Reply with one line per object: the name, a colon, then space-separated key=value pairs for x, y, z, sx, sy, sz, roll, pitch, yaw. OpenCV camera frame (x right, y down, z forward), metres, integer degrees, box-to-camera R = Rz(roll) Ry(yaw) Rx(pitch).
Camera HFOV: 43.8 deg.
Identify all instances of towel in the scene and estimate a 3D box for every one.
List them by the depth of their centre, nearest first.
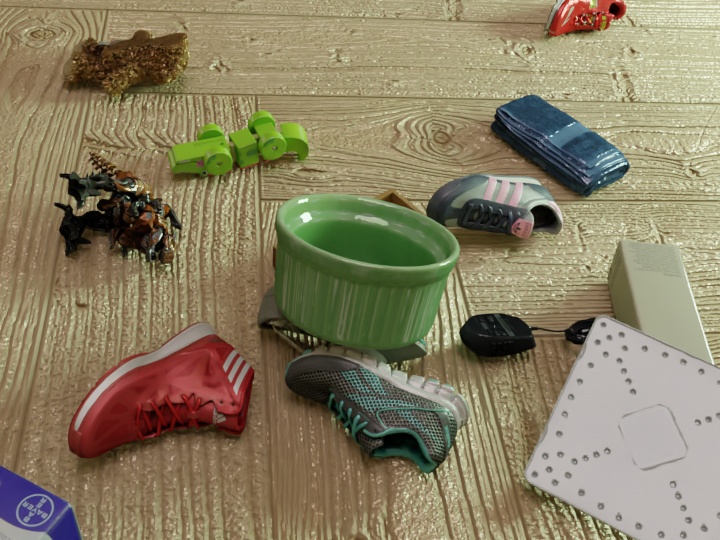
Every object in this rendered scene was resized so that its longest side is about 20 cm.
towel: x=0.293 y=-0.191 z=1.316 sx=0.111 sy=0.049 sz=0.200 roll=-26 pitch=52 yaw=-31

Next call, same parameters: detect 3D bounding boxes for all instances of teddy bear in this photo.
teddy bear: x=-0.354 y=-0.313 z=1.355 sx=0.196 sy=0.068 sz=0.146 roll=-12 pitch=37 yaw=-10

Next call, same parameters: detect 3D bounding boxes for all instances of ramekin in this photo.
ramekin: x=0.000 y=0.000 z=0.953 sx=0.196 sy=0.099 sz=0.201 roll=10 pitch=23 yaw=-4

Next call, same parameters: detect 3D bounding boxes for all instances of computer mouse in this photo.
computer mouse: x=0.206 y=0.078 z=1.041 sx=0.196 sy=0.035 sz=0.059 roll=1 pitch=26 yaw=-14

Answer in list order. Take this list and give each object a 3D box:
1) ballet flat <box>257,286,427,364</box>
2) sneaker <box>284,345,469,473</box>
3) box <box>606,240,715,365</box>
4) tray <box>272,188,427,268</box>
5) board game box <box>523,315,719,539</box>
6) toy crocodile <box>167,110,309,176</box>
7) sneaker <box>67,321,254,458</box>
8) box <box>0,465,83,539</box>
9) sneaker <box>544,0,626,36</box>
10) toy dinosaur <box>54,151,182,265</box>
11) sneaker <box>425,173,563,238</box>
ballet flat: x=-0.024 y=0.077 z=0.994 sx=0.197 sy=0.068 sz=0.065 roll=20 pitch=72 yaw=15
sneaker: x=0.009 y=0.143 z=0.911 sx=0.196 sy=0.078 sz=0.092 roll=15 pitch=47 yaw=11
box: x=0.347 y=0.058 z=1.048 sx=0.080 sy=0.069 sz=0.202 roll=7 pitch=44 yaw=0
tray: x=-0.002 y=-0.028 z=1.115 sx=0.198 sy=0.037 sz=0.098 roll=-27 pitch=53 yaw=-32
board game box: x=0.293 y=0.171 z=0.903 sx=0.197 sy=0.026 sz=0.202 roll=25 pitch=68 yaw=18
toy crocodile: x=-0.165 y=-0.166 z=1.226 sx=0.197 sy=0.062 sz=0.068 roll=-17 pitch=48 yaw=-17
sneaker: x=-0.183 y=0.135 z=0.890 sx=0.114 sy=0.079 sz=0.200 roll=29 pitch=49 yaw=24
box: x=-0.358 y=0.252 z=0.721 sx=0.181 sy=0.106 sz=0.201 roll=22 pitch=46 yaw=16
sneaker: x=0.407 y=-0.460 z=1.597 sx=0.198 sy=0.078 sz=0.085 roll=-30 pitch=59 yaw=-32
toy dinosaur: x=-0.298 y=-0.074 z=1.104 sx=0.134 sy=0.104 sz=0.199 roll=-8 pitch=25 yaw=-37
sneaker: x=0.179 y=-0.076 z=1.146 sx=0.197 sy=0.071 sz=0.082 roll=-8 pitch=45 yaw=-30
